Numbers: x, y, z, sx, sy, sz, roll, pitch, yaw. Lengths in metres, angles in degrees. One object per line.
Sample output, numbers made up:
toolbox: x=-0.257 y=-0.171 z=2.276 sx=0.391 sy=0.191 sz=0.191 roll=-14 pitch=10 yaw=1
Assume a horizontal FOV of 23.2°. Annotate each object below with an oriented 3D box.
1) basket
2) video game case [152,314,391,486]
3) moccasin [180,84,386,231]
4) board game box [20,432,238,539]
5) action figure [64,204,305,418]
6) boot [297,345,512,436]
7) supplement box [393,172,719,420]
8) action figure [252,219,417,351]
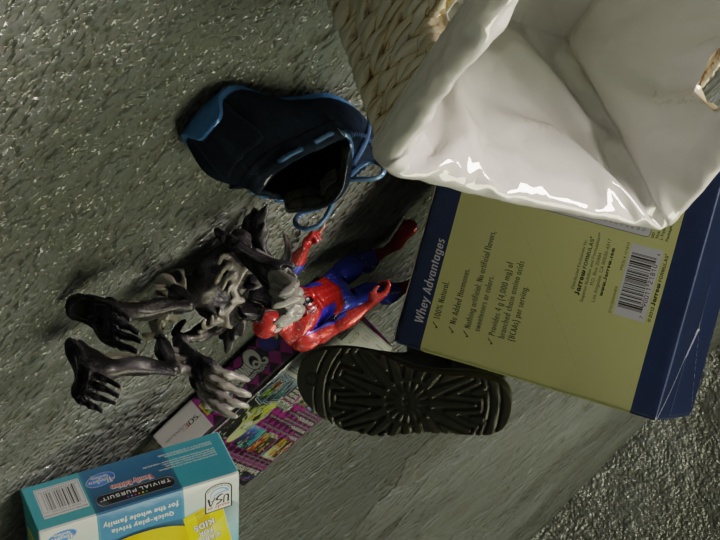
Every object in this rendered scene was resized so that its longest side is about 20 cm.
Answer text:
basket: x=0.114 y=-0.151 z=0.893 sx=0.200 sy=0.161 sz=0.198 roll=11 pitch=132 yaw=-32
video game case: x=-0.066 y=0.098 z=1.435 sx=0.181 sy=0.036 sz=0.200 roll=-43 pitch=163 yaw=1
moccasin: x=-0.039 y=-0.060 z=1.048 sx=0.081 sy=0.068 sz=0.200 roll=-49 pitch=163 yaw=21
board game box: x=-0.168 y=0.225 z=1.312 sx=0.151 sy=0.047 sz=0.200 roll=-15 pitch=134 yaw=-20
action figure: x=-0.092 y=0.033 z=1.106 sx=0.200 sy=0.102 sz=0.119 roll=-22 pitch=142 yaw=-47
boot: x=0.044 y=0.073 z=1.419 sx=0.200 sy=0.181 sz=0.073 roll=-81 pitch=-177 yaw=-71
supplement box: x=0.159 y=-0.014 z=1.275 sx=0.134 sy=0.199 sz=0.201 roll=9 pitch=96 yaw=-69
action figure: x=0.000 y=0.000 z=1.296 sx=0.200 sy=0.065 sz=0.099 roll=-27 pitch=166 yaw=-46
